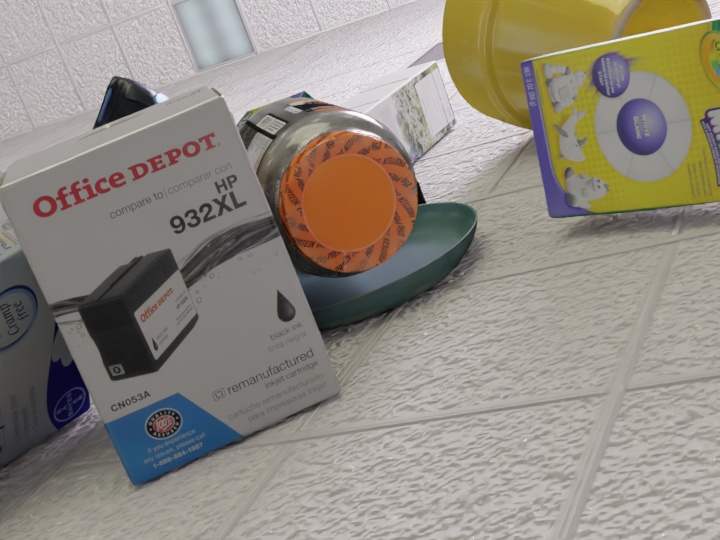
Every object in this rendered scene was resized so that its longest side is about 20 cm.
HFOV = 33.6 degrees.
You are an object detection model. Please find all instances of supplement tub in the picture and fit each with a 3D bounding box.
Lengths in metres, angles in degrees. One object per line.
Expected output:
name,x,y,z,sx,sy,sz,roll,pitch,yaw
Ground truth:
supplement tub,-0.030,-0.065,0.905,0.122,0.123,0.200,-24,17,-9

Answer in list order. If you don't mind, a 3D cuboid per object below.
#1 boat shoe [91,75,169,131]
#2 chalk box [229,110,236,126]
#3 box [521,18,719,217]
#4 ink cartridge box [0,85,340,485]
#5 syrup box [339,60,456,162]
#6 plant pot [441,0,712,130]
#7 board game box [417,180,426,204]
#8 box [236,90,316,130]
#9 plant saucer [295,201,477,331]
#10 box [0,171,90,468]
boat shoe,-0.246,-0.093,1.113,0.201,0.068,0.084,-56,4,15
chalk box,-0.143,-0.031,0.886,0.123,0.125,0.200,-17,3,-10
box,0.208,-0.102,0.799,0.199,0.118,0.048,-5,11,43
ink cartridge box,-0.117,0.006,0.740,0.144,0.201,0.084,-23,16,-7
syrup box,0.024,-0.155,1.293,0.081,0.079,0.200,-10,20,33
plant pot,0.208,-0.215,1.091,0.200,0.202,0.189,-28,34,-23
board game box,-0.041,-0.051,1.135,0.199,0.028,0.135,-22,16,2
box,-0.107,-0.115,1.219,0.118,0.048,0.200,-58,19,-14
plant saucer,0.000,0.000,0.926,0.199,0.028,0.200,-19,16,6
box,-0.294,0.058,0.801,0.105,0.185,0.200,32,47,28
